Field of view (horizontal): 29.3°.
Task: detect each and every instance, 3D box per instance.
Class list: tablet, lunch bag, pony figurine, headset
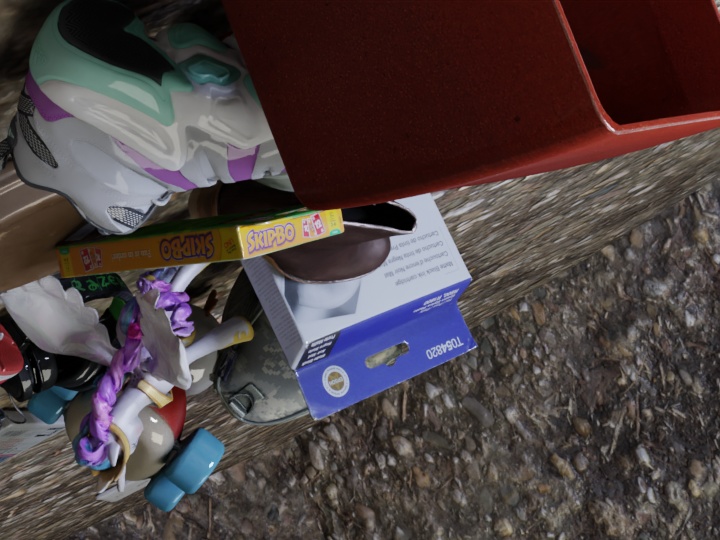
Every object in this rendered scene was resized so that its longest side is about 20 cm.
[{"bbox_3d":[-0.466,0.439,2.808,0.129,0.014,0.200,-27,171,-6],"label":"tablet"},{"bbox_3d":[-0.062,0.055,1.307,0.167,0.140,0.200,-39,-167,5],"label":"lunch bag"},{"bbox_3d":[-0.172,0.054,1.095,0.200,0.165,0.194,-54,146,-39],"label":"pony figurine"},{"bbox_3d":[-0.280,0.065,1.193,0.200,0.094,0.123,-50,157,26],"label":"headset"}]

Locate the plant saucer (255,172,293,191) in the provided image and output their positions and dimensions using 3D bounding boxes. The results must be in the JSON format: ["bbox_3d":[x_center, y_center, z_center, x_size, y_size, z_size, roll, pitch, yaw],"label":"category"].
[{"bbox_3d":[0.010,-0.090,0.883,0.199,0.051,0.200,-18,-159,7],"label":"plant saucer"}]

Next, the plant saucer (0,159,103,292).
[{"bbox_3d":[-0.212,-0.033,0.915,0.199,0.030,0.200,-28,170,-5],"label":"plant saucer"}]

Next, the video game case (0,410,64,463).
[{"bbox_3d":[-0.445,0.211,1.593,0.181,0.022,0.200,-29,172,4],"label":"video game case"}]

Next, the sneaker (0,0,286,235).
[{"bbox_3d":[-0.099,-0.063,0.739,0.199,0.078,0.140,13,133,-32],"label":"sneaker"}]

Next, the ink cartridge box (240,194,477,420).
[{"bbox_3d":[0.000,0.000,1.166,0.199,0.201,0.041,-21,173,-38],"label":"ink cartridge box"}]

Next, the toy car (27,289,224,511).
[{"bbox_3d":[-0.203,0.106,1.412,0.201,0.184,0.177,-55,-173,-31],"label":"toy car"}]

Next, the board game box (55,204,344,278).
[{"bbox_3d":[-0.102,-0.021,0.902,0.199,0.030,0.095,-8,-174,42],"label":"board game box"}]

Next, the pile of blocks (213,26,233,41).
[{"bbox_3d":[-0.047,-0.113,0.782,0.199,0.082,0.062,-27,165,-10],"label":"pile of blocks"}]

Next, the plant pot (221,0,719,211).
[{"bbox_3d":[0.047,-0.128,0.666,0.175,0.201,0.199,-25,174,33],"label":"plant pot"}]

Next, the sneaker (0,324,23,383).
[{"bbox_3d":[-0.333,0.076,0.945,0.116,0.079,0.200,-45,153,17],"label":"sneaker"}]

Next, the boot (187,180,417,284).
[{"bbox_3d":[-0.014,-0.028,1.023,0.199,0.073,0.166,14,173,-40],"label":"boot"}]

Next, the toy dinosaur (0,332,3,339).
[{"bbox_3d":[-0.282,-0.025,0.721,0.198,0.106,0.181,10,-177,-1],"label":"toy dinosaur"}]
